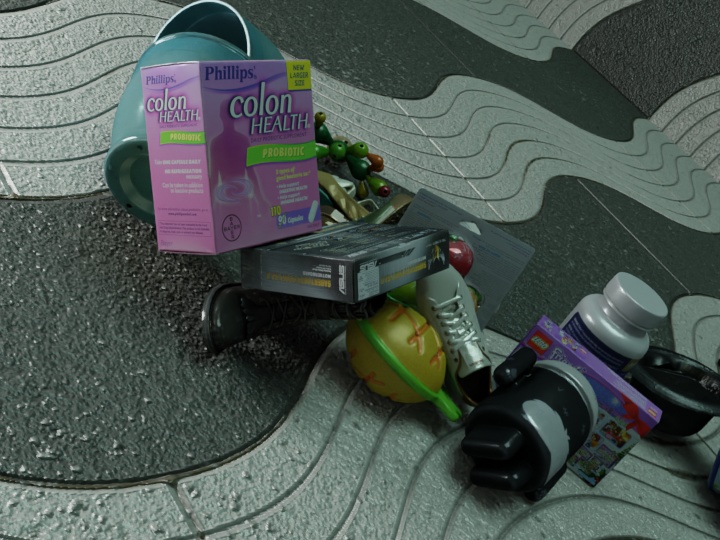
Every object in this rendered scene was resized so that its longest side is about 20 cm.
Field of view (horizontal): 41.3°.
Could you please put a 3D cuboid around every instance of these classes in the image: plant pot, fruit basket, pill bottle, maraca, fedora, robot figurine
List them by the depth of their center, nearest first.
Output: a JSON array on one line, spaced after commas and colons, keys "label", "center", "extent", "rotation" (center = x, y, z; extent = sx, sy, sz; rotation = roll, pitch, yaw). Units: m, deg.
[{"label": "robot figurine", "center": [0.206, 0.191, 1.169], "extent": [0.125, 0.151, 0.200], "rotation": [37, 43, 22]}, {"label": "maraca", "center": [0.057, 0.113, 1.174], "extent": [0.200, 0.107, 0.137], "rotation": [44, 11, -28]}, {"label": "plant pot", "center": [-0.223, -0.160, 1.196], "extent": [0.199, 0.200, 0.188], "rotation": [29, 44, -11]}, {"label": "fruit basket", "center": [0.105, 0.010, 1.279], "extent": [0.185, 0.201, 0.094], "rotation": [26, 14, -15]}, {"label": "pill bottle", "center": [0.347, 0.105, 1.390], "extent": [0.119, 0.200, 0.120], "rotation": [26, 30, -16]}, {"label": "plant pot", "center": [-0.187, -0.267, 1.414], "extent": [0.200, 0.200, 0.188], "rotation": [52, 17, 29]}, {"label": "fedora", "center": [0.491, 0.201, 1.502], "extent": [0.200, 0.092, 0.201], "rotation": [17, 24, -8]}]

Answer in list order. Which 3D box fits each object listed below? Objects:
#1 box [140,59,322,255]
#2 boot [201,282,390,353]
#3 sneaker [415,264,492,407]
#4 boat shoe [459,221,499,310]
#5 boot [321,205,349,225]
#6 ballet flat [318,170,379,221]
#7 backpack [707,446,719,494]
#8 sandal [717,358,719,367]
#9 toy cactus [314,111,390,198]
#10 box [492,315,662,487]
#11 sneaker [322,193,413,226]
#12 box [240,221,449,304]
[{"label": "box", "center": [-0.139, -0.131, 1.067], "extent": [0.096, 0.201, 0.176], "rotation": [3, 12, 38]}, {"label": "boot", "center": [-0.068, 0.040, 1.082], "extent": [0.173, 0.070, 0.200], "rotation": [-2, 15, 23]}, {"label": "sneaker", "center": [0.130, 0.082, 1.208], "extent": [0.073, 0.201, 0.085], "rotation": [-24, 17, -14]}, {"label": "boat shoe", "center": [0.171, -0.010, 1.524], "extent": [0.068, 0.072, 0.201], "rotation": [0, 46, -15]}, {"label": "boot", "center": [0.000, 0.000, 1.344], "extent": [0.200, 0.074, 0.076], "rotation": [37, 57, -5]}, {"label": "ballet flat", "center": [-0.018, -0.095, 1.431], "extent": [0.063, 0.069, 0.200], "rotation": [-34, 63, -16]}, {"label": "backpack", "center": [0.601, 0.296, 1.405], "extent": [0.146, 0.184, 0.200], "rotation": [24, 18, 30]}, {"label": "sandal", "center": [0.783, 0.189, 1.897], "extent": [0.199, 0.045, 0.075], "rotation": [6, 40, -43]}, {"label": "toy cactus", "center": [-0.036, -0.187, 1.565], "extent": [0.199, 0.103, 0.165], "rotation": [30, 10, -5]}, {"label": "box", "center": [0.279, 0.175, 1.277], "extent": [0.200, 0.137, 0.039], "rotation": [40, 29, 8]}, {"label": "sneaker", "center": [-0.019, -0.043, 1.271], "extent": [0.090, 0.200, 0.067], "rotation": [35, -18, 28]}, {"label": "box", "center": [-0.014, -0.014, 1.089], "extent": [0.158, 0.049, 0.200], "rotation": [6, 14, 34]}]
